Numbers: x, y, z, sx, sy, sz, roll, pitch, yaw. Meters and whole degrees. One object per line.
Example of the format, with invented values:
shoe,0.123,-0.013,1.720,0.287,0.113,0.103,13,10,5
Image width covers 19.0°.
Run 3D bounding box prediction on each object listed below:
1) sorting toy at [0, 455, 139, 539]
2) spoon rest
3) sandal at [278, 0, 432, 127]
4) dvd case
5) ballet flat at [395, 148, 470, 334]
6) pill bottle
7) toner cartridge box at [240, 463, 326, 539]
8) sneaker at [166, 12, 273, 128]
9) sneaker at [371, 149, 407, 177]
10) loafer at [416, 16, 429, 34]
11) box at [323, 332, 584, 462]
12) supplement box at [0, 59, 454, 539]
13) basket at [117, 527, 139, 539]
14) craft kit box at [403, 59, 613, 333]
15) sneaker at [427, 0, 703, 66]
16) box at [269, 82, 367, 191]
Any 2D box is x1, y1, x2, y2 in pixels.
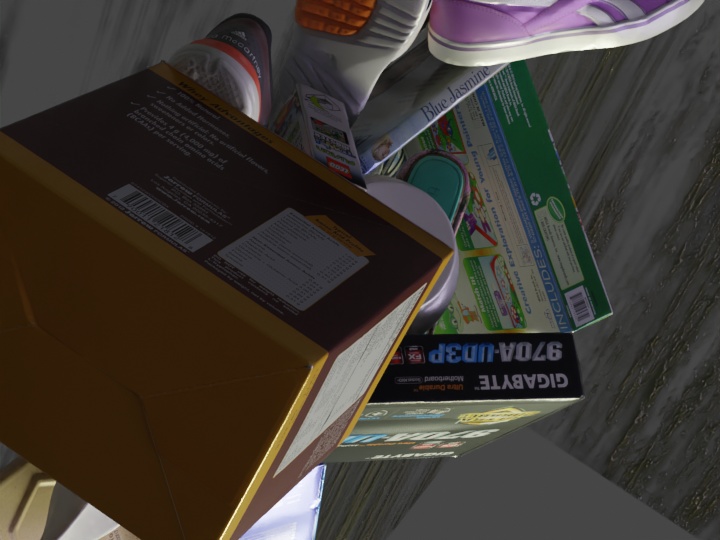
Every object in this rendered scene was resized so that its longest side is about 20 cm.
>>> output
sorting toy,-0.210,0.210,1.336,0.200,0.036,0.185,-37,122,-39
spoon rest,-0.179,0.144,1.277,0.200,0.061,0.099,-20,150,-42
sandal,-0.002,-0.161,1.370,0.059,0.079,0.207,-53,178,-31
dvd case,0.026,-0.116,1.474,0.200,0.018,0.143,-39,-162,-24
ballet flat,0.024,0.012,1.500,0.071,0.069,0.200,121,-11,-79
pill bottle,0.000,0.000,1.359,0.111,0.111,0.200,-55,-177,-12
toner cartridge box,-0.127,0.186,1.597,0.200,0.043,0.095,-14,140,-23
sneaker,-0.085,-0.066,1.259,0.082,0.077,0.200,-57,174,-46
sneaker,-0.011,-0.030,1.537,0.085,0.077,0.200,53,50,-38
loafer,0.040,-0.201,1.447,0.076,0.068,0.200,-55,170,-11
box,0.014,0.081,1.342,0.200,0.046,0.159,0,162,-29
supplement box,-0.093,0.015,1.094,0.133,0.197,0.200,-61,169,25
basket,-0.138,0.129,1.460,0.200,0.136,0.180,-53,172,-3
craft kit box,0.085,-0.048,1.583,0.049,0.200,0.198,-23,-172,-30
sneaker,0.138,-0.201,1.351,0.200,0.073,0.114,-16,128,-24
box,-0.065,-0.003,1.291,0.200,0.035,0.110,-58,-158,23
